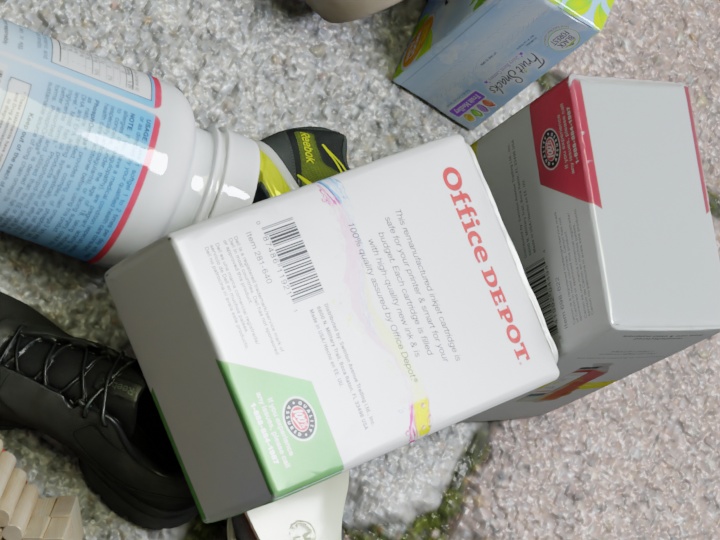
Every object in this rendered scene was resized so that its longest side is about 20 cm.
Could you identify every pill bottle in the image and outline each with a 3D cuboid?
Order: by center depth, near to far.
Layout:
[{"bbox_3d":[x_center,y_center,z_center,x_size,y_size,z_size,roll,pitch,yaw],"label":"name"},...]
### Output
[{"bbox_3d":[-0.161,-0.066,1.436,0.199,0.109,0.109,21,65,-19],"label":"pill bottle"}]

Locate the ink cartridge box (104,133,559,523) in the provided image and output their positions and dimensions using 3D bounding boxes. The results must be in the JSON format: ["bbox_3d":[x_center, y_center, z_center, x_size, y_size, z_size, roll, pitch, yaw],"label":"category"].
[{"bbox_3d":[-0.013,0.029,1.398,0.200,0.084,0.145,-21,87,-34],"label":"ink cartridge box"}]

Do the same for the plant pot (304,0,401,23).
[{"bbox_3d":[-0.012,-0.248,1.542,0.200,0.200,0.174,-41,110,-31],"label":"plant pot"}]

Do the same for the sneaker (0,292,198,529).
[{"bbox_3d":[-0.153,0.061,1.408,0.200,0.091,0.076,31,64,-13],"label":"sneaker"}]

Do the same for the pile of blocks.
[{"bbox_3d":[-0.223,0.104,1.386,0.200,0.082,0.062,48,19,-14],"label":"pile of blocks"}]

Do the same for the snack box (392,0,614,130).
[{"bbox_3d":[0.113,-0.204,1.582,0.068,0.169,0.200,32,63,-12],"label":"snack box"}]

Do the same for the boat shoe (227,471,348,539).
[{"bbox_3d":[-0.039,0.147,1.450,0.071,0.063,0.201,-9,77,-26],"label":"boat shoe"}]

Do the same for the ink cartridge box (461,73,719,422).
[{"bbox_3d":[0.111,-0.008,1.498,0.083,0.200,0.146,0,73,-29],"label":"ink cartridge box"}]

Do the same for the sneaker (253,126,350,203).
[{"bbox_3d":[0.000,0.000,1.512,0.084,0.074,0.200,-30,88,-31],"label":"sneaker"}]
